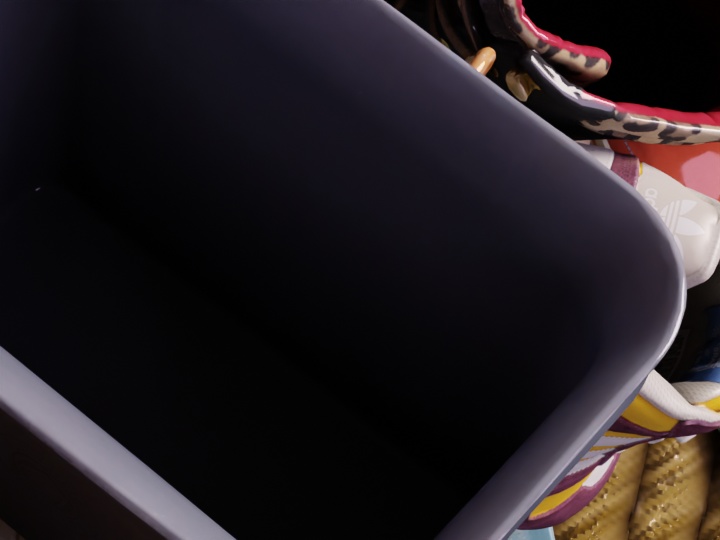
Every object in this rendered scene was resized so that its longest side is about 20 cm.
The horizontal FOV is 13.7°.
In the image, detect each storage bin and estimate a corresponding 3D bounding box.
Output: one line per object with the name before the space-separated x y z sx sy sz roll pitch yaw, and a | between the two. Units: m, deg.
storage bin | -0.037 0.007 0.676 0.146 0.200 0.134 -46 164 -25

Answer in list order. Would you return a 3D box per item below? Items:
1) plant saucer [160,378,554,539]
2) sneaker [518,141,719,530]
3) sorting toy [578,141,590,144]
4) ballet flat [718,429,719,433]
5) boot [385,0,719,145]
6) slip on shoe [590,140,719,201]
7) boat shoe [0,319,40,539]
plant saucer | -0.004 0.090 0.819 0.200 0.027 0.201 25 60 -52
sneaker | 0.066 0.027 0.792 0.200 0.090 0.075 57 46 -66
sorting toy | 0.000 0.000 0.897 0.185 0.036 0.201 14 83 -52
ballet flat | 0.191 0.078 1.123 0.074 0.074 0.200 -59 137 -24
boot | 0.008 -0.073 0.755 0.200 0.150 0.073 20 82 -28
slip on shoe | 0.111 -0.096 0.971 0.074 0.061 0.200 -21 125 -30
boat shoe | -0.097 0.113 0.755 0.062 0.075 0.201 18 69 -59
